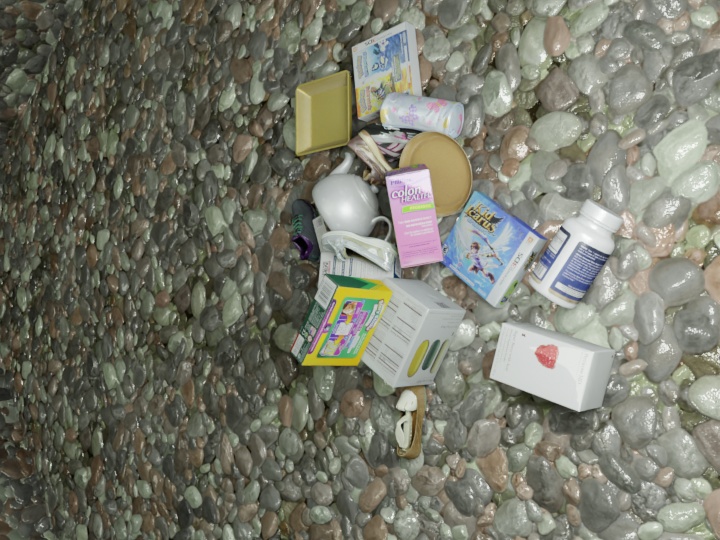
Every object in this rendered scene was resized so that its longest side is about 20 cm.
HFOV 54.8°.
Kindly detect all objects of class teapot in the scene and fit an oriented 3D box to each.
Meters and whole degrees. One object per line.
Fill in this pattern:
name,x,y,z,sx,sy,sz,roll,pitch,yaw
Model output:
teapot,-0.016,-0.164,1.734,0.145,0.201,0.198,-31,24,10

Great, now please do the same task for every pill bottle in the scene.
pill bottle,0.430,-0.035,1.375,0.111,0.111,0.201,42,113,34

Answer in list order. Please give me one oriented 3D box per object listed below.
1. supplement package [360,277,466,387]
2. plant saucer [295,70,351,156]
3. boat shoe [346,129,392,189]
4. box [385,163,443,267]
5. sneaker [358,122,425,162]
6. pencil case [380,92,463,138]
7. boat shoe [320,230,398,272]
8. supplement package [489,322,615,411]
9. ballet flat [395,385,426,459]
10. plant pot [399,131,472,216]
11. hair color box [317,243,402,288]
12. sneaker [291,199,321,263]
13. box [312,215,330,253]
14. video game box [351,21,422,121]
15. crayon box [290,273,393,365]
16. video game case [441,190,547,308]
supplement package,0.112,0.142,1.605,0.150,0.151,0.201,36,110,38
plant saucer,-0.092,-0.421,1.889,0.199,0.048,0.202,-4,85,40
boat shoe,0.036,-0.241,1.691,0.072,0.201,0.072,-35,22,-3
box,0.119,-0.127,1.558,0.096,0.176,0.202,-10,101,5
sneaker,0.094,-0.309,1.715,0.199,0.080,0.087,14,134,29
pencil case,0.144,-0.366,1.639,0.199,0.083,0.091,15,64,28
boat shoe,-0.010,-0.045,1.635,0.201,0.075,0.065,13,70,23
supplement package,0.383,0.188,1.392,0.199,0.119,0.122,16,96,39
ballet flat,0.112,0.348,1.642,0.067,0.072,0.202,5,90,41
plant pot,0.179,-0.226,1.622,0.199,0.027,0.202,16,117,34
hair color box,0.000,0.000,1.688,0.198,0.061,0.101,-5,66,23
sneaker,-0.157,-0.114,1.895,0.074,0.087,0.201,-38,64,32
box,-0.080,-0.051,1.857,0.041,0.039,0.201,-30,68,36
video game box,0.064,-0.503,1.765,0.181,0.047,0.202,-13,78,41
crayon box,-0.040,0.112,1.527,0.058,0.172,0.201,40,112,39
video game case,0.285,-0.048,1.543,0.200,0.045,0.182,43,113,34
